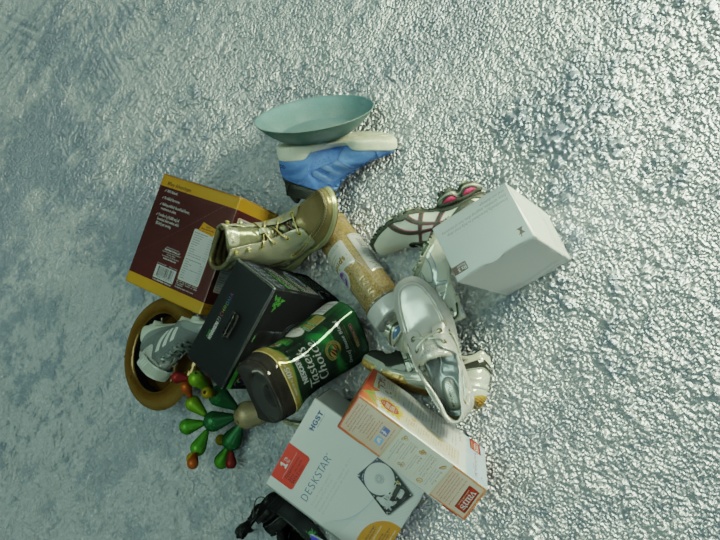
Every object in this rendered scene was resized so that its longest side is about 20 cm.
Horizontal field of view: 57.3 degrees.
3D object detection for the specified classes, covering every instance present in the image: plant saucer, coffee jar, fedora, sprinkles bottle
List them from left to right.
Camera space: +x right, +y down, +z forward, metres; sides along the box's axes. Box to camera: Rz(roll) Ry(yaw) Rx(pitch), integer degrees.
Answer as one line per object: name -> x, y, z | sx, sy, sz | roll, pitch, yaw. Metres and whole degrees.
fedora -> -0.343, 0.152, 1.204 | 0.198, 0.082, 0.204 | -5, 79, 29
coffee jar -> -0.084, 0.135, 0.983 | 0.085, 0.199, 0.105 | -2, 115, 50
plant saucer -> -0.074, -0.242, 1.081 | 0.199, 0.201, 0.039 | 11, 125, 30
sprinkles bottle -> 0.000, 0.000, 1.041 | 0.068, 0.068, 0.201 | -44, 63, 16

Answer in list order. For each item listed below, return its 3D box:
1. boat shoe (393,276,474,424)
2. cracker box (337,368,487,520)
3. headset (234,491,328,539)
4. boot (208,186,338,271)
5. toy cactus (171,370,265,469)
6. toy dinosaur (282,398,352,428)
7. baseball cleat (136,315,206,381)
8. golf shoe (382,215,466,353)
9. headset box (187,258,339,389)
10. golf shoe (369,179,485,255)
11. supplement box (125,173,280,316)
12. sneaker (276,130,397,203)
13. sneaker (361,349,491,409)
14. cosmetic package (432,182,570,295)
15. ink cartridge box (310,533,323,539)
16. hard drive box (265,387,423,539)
boat shoe -> 0.098, 0.103, 0.862 | 0.070, 0.069, 0.202 | -24, 88, 11
cracker box -> 0.074, 0.226, 0.883 | 0.199, 0.134, 0.058 | 35, 100, 5
headset -> -0.122, 0.401, 1.013 | 0.094, 0.124, 0.199 | -43, 23, -27
boot -> -0.135, -0.059, 1.012 | 0.200, 0.153, 0.073 | -43, 58, 44
toy cactus -> -0.227, 0.249, 1.101 | 0.163, 0.102, 0.203 | -10, 105, 1
toy dinosaur -> -0.038, 0.249, 1.036 | 0.198, 0.047, 0.089 | -24, 64, 27
baseball cleat -> -0.299, 0.130, 1.087 | 0.199, 0.069, 0.108 | -10, 67, 44
golf shoe -> 0.112, 0.028, 0.927 | 0.096, 0.078, 0.202 | 24, 96, 15
headset box -> -0.151, 0.089, 1.037 | 0.092, 0.199, 0.175 | 34, 98, 30
golf shoe -> 0.104, -0.058, 0.989 | 0.198, 0.077, 0.089 | -26, 77, 24
supplement box -> -0.271, -0.038, 1.160 | 0.196, 0.132, 0.202 | 19, 88, 31
sneaker -> -0.034, -0.163, 1.090 | 0.197, 0.077, 0.113 | -7, 113, 3
sneaker -> 0.099, 0.137, 0.969 | 0.198, 0.076, 0.089 | 11, 72, 27
cosmetic package -> 0.190, -0.033, 0.861 | 0.112, 0.199, 0.082 | -31, 68, 21
ink cartridge box -> 0.014, 0.474, 0.902 | 0.196, 0.043, 0.202 | 13, 128, 31
hard drive box -> -0.012, 0.297, 0.958 | 0.199, 0.077, 0.157 | 32, 100, 12
